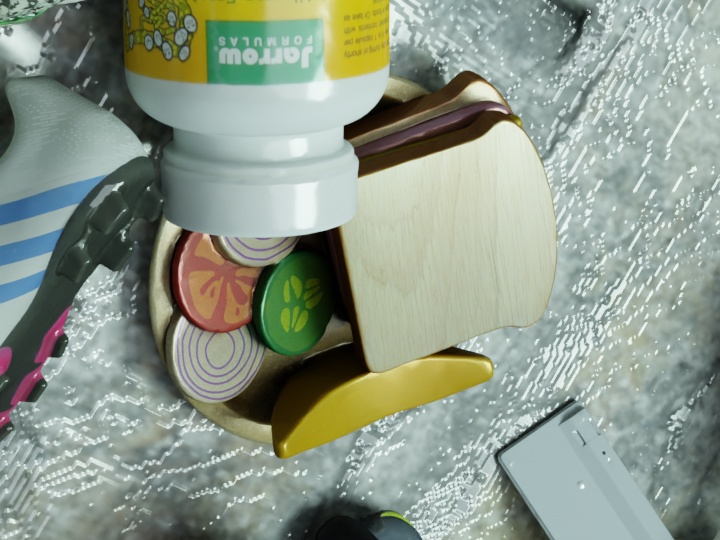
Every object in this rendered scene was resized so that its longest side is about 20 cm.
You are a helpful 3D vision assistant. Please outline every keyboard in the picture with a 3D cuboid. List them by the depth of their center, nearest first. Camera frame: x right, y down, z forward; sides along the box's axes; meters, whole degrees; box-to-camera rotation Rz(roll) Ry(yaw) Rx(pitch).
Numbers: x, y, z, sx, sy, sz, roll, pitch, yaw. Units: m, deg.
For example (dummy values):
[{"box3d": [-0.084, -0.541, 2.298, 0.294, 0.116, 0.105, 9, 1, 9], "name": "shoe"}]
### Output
[{"box3d": [0.148, 0.165, 1.114, 0.056, 0.011, 0.201, -33, 85, -11], "name": "keyboard"}]

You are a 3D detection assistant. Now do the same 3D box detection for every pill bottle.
[{"box3d": [-0.043, -0.121, 0.879, 0.112, 0.113, 0.202, -8, 107, -29], "name": "pill bottle"}]

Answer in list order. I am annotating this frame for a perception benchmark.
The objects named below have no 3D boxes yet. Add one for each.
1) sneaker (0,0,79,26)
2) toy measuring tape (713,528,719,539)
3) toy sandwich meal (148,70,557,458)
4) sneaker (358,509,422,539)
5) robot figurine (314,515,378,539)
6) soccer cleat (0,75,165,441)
[{"box3d": [-0.173, -0.111, 0.799, 0.199, 0.089, 0.077, -20, 108, 8], "name": "sneaker"}, {"box3d": [0.222, 0.070, 1.137, 0.200, 0.073, 0.074, -52, 129, -29], "name": "toy measuring tape"}, {"box3d": [0.000, 0.000, 0.990, 0.204, 0.070, 0.207, -12, 114, -28], "name": "toy sandwich meal"}, {"box3d": [0.028, 0.211, 1.084, 0.074, 0.081, 0.201, -26, 120, -21], "name": "sneaker"}, {"box3d": [-0.030, 0.204, 0.972, 0.124, 0.200, 0.151, -22, 119, -22], "name": "robot figurine"}, {"box3d": [-0.162, 0.006, 0.904, 0.200, 0.086, 0.070, -52, 165, 18], "name": "soccer cleat"}]
